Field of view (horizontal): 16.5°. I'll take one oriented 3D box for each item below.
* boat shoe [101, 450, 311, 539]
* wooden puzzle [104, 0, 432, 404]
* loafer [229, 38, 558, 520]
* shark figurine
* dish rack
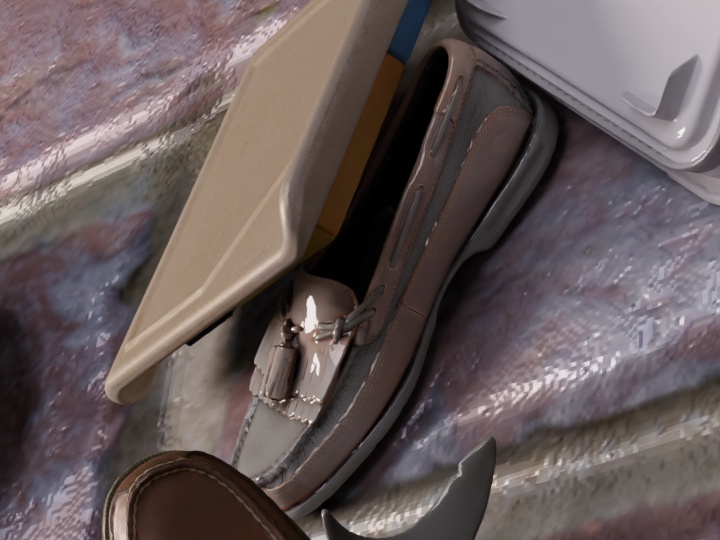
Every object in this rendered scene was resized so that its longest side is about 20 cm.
[{"bbox_3d":[-0.017,0.141,0.781,0.072,0.200,0.068,-30,-9,-12],"label":"boat shoe"},{"bbox_3d":[-0.029,-0.048,1.012,0.200,0.037,0.185,-42,22,56],"label":"wooden puzzle"},{"bbox_3d":[0.000,0.000,0.974,0.072,0.063,0.200,22,76,53],"label":"loafer"},{"bbox_3d":[0.061,0.145,0.797,0.089,0.128,0.215,-22,20,-3],"label":"shark figurine"},{"bbox_3d":[0.103,-0.134,0.932,0.200,0.043,0.172,41,120,51],"label":"dish rack"}]
